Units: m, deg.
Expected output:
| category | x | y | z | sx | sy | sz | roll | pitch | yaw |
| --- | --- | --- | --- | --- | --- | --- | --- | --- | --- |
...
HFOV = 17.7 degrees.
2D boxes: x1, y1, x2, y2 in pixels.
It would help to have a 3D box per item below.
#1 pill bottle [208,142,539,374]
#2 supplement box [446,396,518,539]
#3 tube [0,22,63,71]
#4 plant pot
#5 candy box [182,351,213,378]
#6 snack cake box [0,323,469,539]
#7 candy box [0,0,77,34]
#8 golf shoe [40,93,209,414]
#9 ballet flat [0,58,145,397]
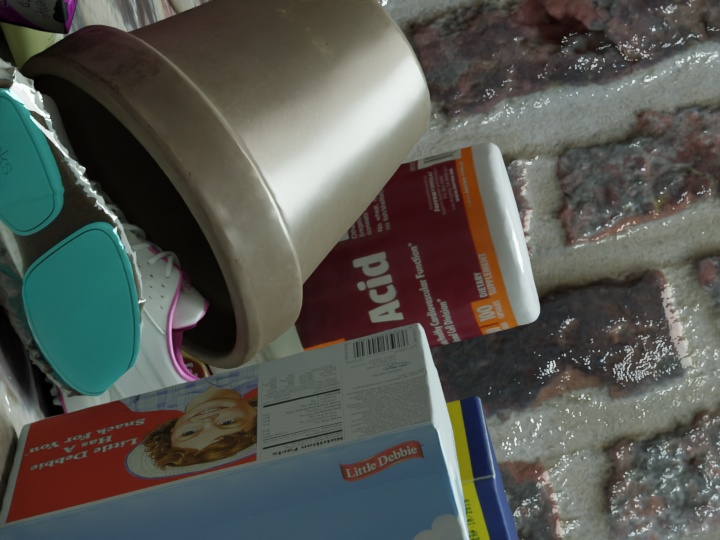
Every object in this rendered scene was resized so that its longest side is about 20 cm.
| category | x | y | z | sx | sy | sz | roll | pitch | yaw |
| --- | --- | --- | --- | --- | --- | --- | --- | --- | --- |
| pill bottle | 0.000 | 0.000 | 1.405 | 0.114 | 0.200 | 0.114 | -15 | 90 | -84 |
| supplement box | 0.002 | 0.179 | 1.572 | 0.110 | 0.200 | 0.109 | -97 | 172 | -63 |
| tube | -0.196 | -0.198 | 1.280 | 0.052 | 0.058 | 0.200 | 12 | -59 | 48 |
| plant pot | -0.062 | -0.076 | 1.260 | 0.200 | 0.175 | 0.200 | 42 | -23 | 23 |
| candy box | -0.126 | 0.010 | 1.438 | 0.117 | 0.056 | 0.200 | -36 | 110 | -85 |
| snack cake box | -0.056 | 0.097 | 1.050 | 0.115 | 0.200 | 0.067 | -94 | 170 | -67 |
| candy box | -0.156 | -0.239 | 1.180 | 0.136 | 0.061 | 0.200 | 105 | -4 | -74 |
| golf shoe | -0.129 | -0.001 | 1.195 | 0.075 | 0.091 | 0.200 | -45 | 119 | -84 |
| ballet flat | -0.157 | -0.029 | 1.108 | 0.072 | 0.072 | 0.200 | -99 | 174 | -51 |
